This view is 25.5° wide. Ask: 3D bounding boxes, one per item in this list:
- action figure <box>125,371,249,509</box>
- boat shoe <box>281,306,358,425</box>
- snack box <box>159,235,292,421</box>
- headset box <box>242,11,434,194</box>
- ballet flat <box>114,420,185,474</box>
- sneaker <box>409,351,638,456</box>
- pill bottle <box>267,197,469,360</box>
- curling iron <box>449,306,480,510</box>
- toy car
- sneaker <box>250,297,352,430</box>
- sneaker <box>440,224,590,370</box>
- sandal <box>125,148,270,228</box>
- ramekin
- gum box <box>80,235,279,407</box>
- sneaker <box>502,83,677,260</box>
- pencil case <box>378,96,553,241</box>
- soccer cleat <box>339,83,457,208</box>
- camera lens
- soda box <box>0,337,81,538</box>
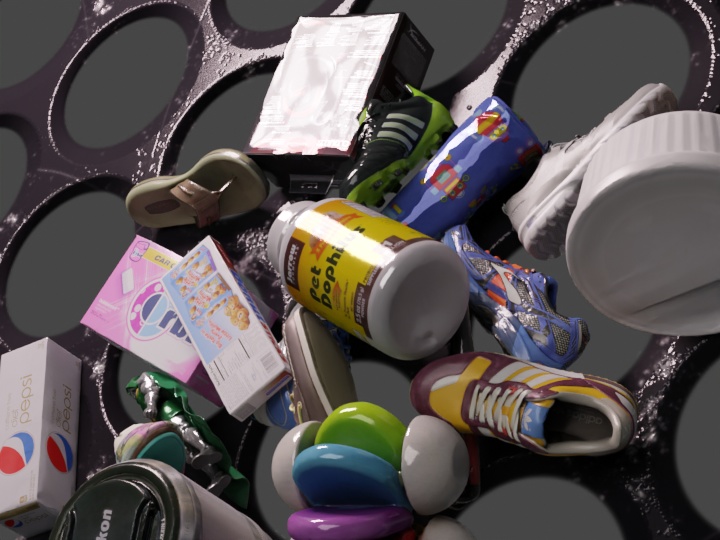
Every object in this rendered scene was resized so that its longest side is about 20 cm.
[{"bbox_3d":[-0.185,0.154,1.584,0.055,0.119,0.200,-27,33,-18],"label":"action figure"},{"bbox_3d":[-0.033,0.133,1.472,0.059,0.072,0.201,-29,77,25],"label":"boat shoe"},{"bbox_3d":[-0.134,0.054,1.565,0.072,0.024,0.200,-41,49,9],"label":"snack box"},{"bbox_3d":[-0.026,-0.171,1.692,0.148,0.075,0.201,3,64,36],"label":"headset box"},{"bbox_3d":[-0.199,0.189,1.502,0.069,0.200,0.071,-26,55,-16],"label":"ballet flat"},{"bbox_3d":[0.134,0.113,1.343,0.199,0.090,0.075,4,97,14],"label":"sneaker"},{"bbox_3d":[0.000,0.000,1.445,0.200,0.109,0.109,27,79,49],"label":"pill bottle"},{"bbox_3d":[0.086,0.112,1.418,0.026,0.049,0.201,159,116,-74],"label":"curling iron"},{"bbox_3d":[-0.001,0.216,1.341,0.174,0.150,0.201,-4,98,28],"label":"toy car"},{"bbox_3d":[-0.034,0.068,1.554,0.077,0.076,0.201,21,85,34],"label":"sneaker"},{"bbox_3d":[0.142,0.026,1.462,0.078,0.075,0.200,-35,55,-1],"label":"sneaker"},{"bbox_3d":[-0.178,-0.073,1.731,0.200,0.080,0.057,-18,34,36],"label":"sandal"},{"bbox_3d":[0.272,-0.044,1.331,0.202,0.203,0.094,-17,40,25],"label":"ramekin"},{"bbox_3d":[-0.196,0.049,1.672,0.200,0.066,0.114,24,78,41],"label":"gum box"},{"bbox_3d":[0.209,-0.107,1.487,0.200,0.075,0.082,-44,48,4],"label":"sneaker"},{"bbox_3d":[0.091,-0.078,1.549,0.200,0.087,0.078,-46,72,3],"label":"pencil case"},{"bbox_3d":[0.021,-0.122,1.571,0.081,0.200,0.068,38,130,8],"label":"soccer cleat"},{"bbox_3d":[-0.170,0.272,1.421,0.159,0.200,0.161,-17,54,25],"label":"camera lens"},{"bbox_3d":[-0.346,0.177,1.697,0.068,0.064,0.201,-21,53,23],"label":"soda box"}]
